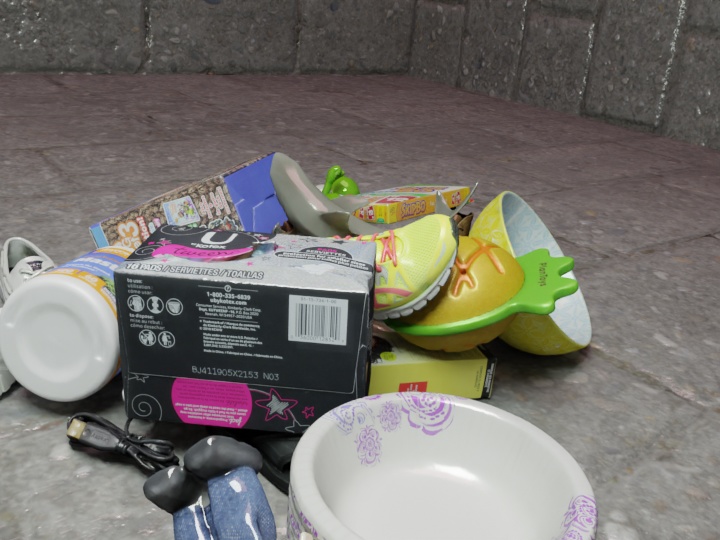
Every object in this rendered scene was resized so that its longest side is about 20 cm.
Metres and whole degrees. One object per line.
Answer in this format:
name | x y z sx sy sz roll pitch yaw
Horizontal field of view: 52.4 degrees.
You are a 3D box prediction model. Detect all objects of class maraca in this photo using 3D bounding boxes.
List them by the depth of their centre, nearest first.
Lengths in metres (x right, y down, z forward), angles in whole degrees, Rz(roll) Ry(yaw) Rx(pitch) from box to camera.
maraca | 0.113 0.019 0.721 0.195 0.109 0.138 -10 29 16

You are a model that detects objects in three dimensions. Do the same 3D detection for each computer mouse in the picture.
computer mouse | -0.175 0.111 0.673 0.107 0.045 0.201 7 27 15

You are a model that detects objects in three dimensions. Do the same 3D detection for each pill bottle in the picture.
pill bottle | -0.253 0.039 0.718 0.109 0.115 0.200 7 14 3

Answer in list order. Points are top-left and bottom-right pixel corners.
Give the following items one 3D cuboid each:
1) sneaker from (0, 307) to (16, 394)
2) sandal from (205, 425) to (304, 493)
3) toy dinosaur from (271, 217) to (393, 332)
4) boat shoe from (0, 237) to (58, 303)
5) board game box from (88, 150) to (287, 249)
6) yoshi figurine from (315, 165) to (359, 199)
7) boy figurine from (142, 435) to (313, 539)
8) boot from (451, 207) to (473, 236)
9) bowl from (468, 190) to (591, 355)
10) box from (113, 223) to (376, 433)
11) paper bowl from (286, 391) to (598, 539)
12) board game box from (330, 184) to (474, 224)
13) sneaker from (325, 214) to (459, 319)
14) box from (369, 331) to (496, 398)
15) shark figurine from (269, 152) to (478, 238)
sneaker | -0.367 0.088 0.654 0.078 0.079 0.200 -1 14 15
sandal | -0.055 0.142 0.612 0.197 0.049 0.075 19 25 29
toy dinosaur | -0.036 0.022 0.831 0.135 0.203 0.085 -41 15 -37
boat shoe | -0.367 0.018 0.817 0.072 0.067 0.198 -12 28 -40
board game box | -0.197 -0.057 0.903 0.196 0.099 0.160 -17 13 22
yoshi figurine | -0.029 -0.109 1.195 0.110 0.115 0.200 14 14 -24
boy figurine | -0.069 0.200 0.396 0.123 0.064 0.202 -32 50 12
boot | 0.095 -0.032 0.880 0.072 0.077 0.200 24 20 11
bowl | 0.179 0.020 0.873 0.107 0.202 0.200 -32 4 28
box | -0.087 0.044 0.610 0.194 0.136 0.115 4 22 3
paper bowl | 0.048 0.174 0.483 0.195 0.107 0.201 5 22 -2
board game box | 0.054 -0.084 0.893 0.094 0.031 0.198 7 13 37
sneaker | 0.000 0.000 0.674 0.090 0.198 0.080 38 35 -38
box | 0.035 0.099 0.746 0.195 0.051 0.075 -1 22 -19
shark figurine | 0.005 -0.048 0.726 0.209 0.131 0.090 10 -16 -1
